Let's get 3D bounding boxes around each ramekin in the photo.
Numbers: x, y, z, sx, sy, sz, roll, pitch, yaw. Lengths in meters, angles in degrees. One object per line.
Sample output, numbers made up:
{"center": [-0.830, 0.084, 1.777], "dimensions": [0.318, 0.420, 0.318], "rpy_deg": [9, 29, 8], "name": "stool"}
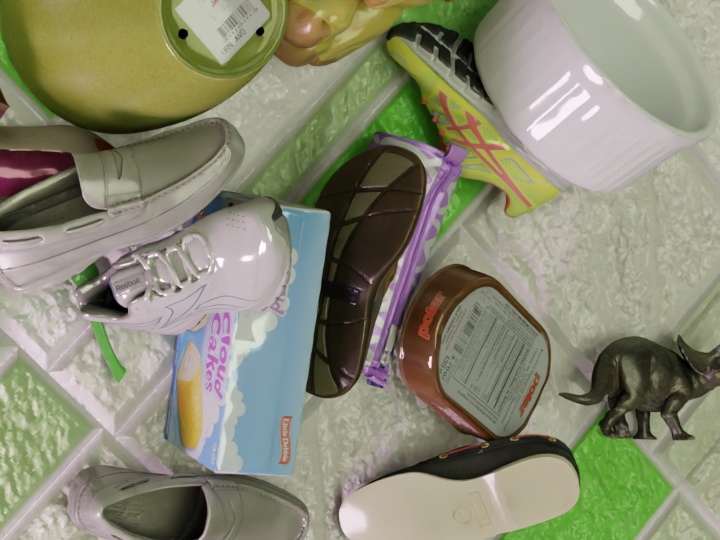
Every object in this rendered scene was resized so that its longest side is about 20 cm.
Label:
{"center": [0.184, -0.159, 1.354], "dimensions": [0.200, 0.201, 0.098], "rpy_deg": [29, 128, -28], "name": "ramekin"}

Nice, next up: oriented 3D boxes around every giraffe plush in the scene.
{"center": [-0.006, -0.266, 1.268], "dimensions": [0.199, 0.173, 0.163], "rpy_deg": [-27, 88, -9], "name": "giraffe plush"}

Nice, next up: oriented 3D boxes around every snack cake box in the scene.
{"center": [-0.088, 0.045, 1.279], "dimensions": [0.067, 0.115, 0.201], "rpy_deg": [6, 95, -26], "name": "snack cake box"}

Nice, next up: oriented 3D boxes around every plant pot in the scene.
{"center": [-0.132, -0.183, 1.173], "dimensions": [0.186, 0.200, 0.188], "rpy_deg": [-4, 100, -28], "name": "plant pot"}

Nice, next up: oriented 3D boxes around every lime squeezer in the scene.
{"center": [-0.240, 0.006, 1.246], "dimensions": [0.200, 0.038, 0.071], "rpy_deg": [32, 114, -29], "name": "lime squeezer"}

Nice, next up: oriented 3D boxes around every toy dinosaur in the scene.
{"center": [0.248, 0.099, 1.504], "dimensions": [0.199, 0.077, 0.103], "rpy_deg": [5, 83, -24], "name": "toy dinosaur"}

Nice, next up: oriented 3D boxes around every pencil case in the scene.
{"center": [0.017, -0.010, 1.344], "dimensions": [0.084, 0.085, 0.201], "rpy_deg": [18, 89, -37], "name": "pencil case"}

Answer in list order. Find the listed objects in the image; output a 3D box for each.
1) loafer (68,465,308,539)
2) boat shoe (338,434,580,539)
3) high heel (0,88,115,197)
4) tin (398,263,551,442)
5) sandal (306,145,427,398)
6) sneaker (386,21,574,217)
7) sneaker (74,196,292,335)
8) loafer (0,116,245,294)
{"center": [-0.125, 0.191, 1.299], "dimensions": [0.199, 0.070, 0.070], "rpy_deg": [9, 94, -29], "name": "loafer"}
{"center": [0.082, 0.185, 1.392], "dimensions": [0.200, 0.063, 0.074], "rpy_deg": [-14, 103, 8], "name": "boat shoe"}
{"center": [-0.236, -0.063, 1.228], "dimensions": [0.199, 0.067, 0.096], "rpy_deg": [30, 106, -29], "name": "high heel"}
{"center": [0.097, 0.072, 1.383], "dimensions": [0.112, 0.042, 0.200], "rpy_deg": [-60, 143, -9], "name": "tin"}
{"center": [0.000, 0.000, 1.287], "dimensions": [0.055, 0.081, 0.201], "rpy_deg": [-16, 122, -67], "name": "sandal"}
{"center": [0.087, -0.117, 1.374], "dimensions": [0.200, 0.078, 0.090], "rpy_deg": [43, 118, -10], "name": "sneaker"}
{"center": [-0.123, 0.005, 1.187], "dimensions": [0.087, 0.200, 0.075], "rpy_deg": [-6, 74, -45], "name": "sneaker"}
{"center": [-0.175, -0.053, 1.172], "dimensions": [0.199, 0.070, 0.070], "rpy_deg": [-30, 137, 0], "name": "loafer"}
